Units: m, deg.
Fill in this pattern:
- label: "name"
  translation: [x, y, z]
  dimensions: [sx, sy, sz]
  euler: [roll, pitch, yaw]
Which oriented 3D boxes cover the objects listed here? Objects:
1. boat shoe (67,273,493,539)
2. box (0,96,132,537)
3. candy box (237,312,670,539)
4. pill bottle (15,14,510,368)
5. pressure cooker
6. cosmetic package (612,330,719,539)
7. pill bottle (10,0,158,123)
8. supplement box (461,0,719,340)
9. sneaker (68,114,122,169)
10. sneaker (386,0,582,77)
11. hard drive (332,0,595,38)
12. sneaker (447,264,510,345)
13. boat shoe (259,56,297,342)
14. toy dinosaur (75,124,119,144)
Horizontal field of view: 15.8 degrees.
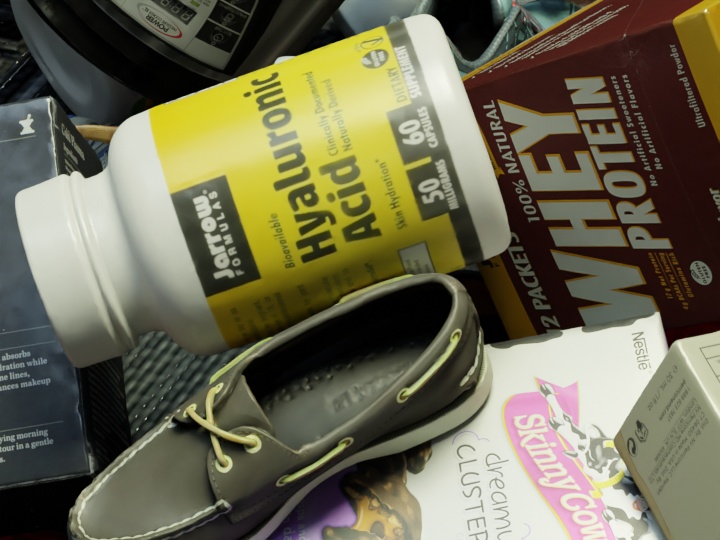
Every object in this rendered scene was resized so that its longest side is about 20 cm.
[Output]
- label: "boat shoe"
  translation: [-0.039, 0.064, 1.092]
  dimensions: [0.200, 0.061, 0.072]
  euler: [-29, 54, -9]
- label: "box"
  translation: [-0.218, 0.034, 1.229]
  dimensions: [0.198, 0.104, 0.184]
  euler: [-9, 74, 5]
- label: "candy box"
  translation: [0.049, 0.119, 1.114]
  dimensions: [0.198, 0.072, 0.169]
  euler: [-11, 50, 4]
- label: "pill bottle"
  translation: [-0.043, -0.028, 1.129]
  dimensions: [0.199, 0.112, 0.112]
  euler: [-20, 39, 2]
- label: "pressure cooker"
  translation: [-0.083, -0.178, 1.339]
  dimensions: [0.178, 0.200, 0.176]
  euler: [4, 47, -51]
- label: "cosmetic package"
  translation: [0.195, 0.118, 1.023]
  dimensions: [0.103, 0.073, 0.201]
  euler: [-8, 55, -29]
- label: "pill bottle"
  translation: [-0.093, -0.175, 1.498]
  dimensions: [0.199, 0.112, 0.111]
  euler: [-33, 42, -20]
- label: "supplement box"
  translation: [0.172, -0.071, 1.194]
  dimensions: [0.197, 0.134, 0.199]
  euler: [-31, 11, -37]
- label: "sneaker"
  translation: [-0.134, -0.017, 1.355]
  dimensions: [0.084, 0.077, 0.201]
  euler: [-3, 40, 6]
- label: "sneaker"
  translation: [0.071, -0.115, 1.329]
  dimensions: [0.079, 0.096, 0.200]
  euler: [19, 30, 24]
- label: "hard drive"
  translation: [0.075, -0.123, 1.457]
  dimensions: [0.131, 0.027, 0.200]
  euler: [-21, 39, -9]
- label: "sneaker"
  translation: [0.010, 0.004, 1.283]
  dimensions: [0.198, 0.078, 0.082]
  euler: [0, 42, 16]
- label: "boat shoe"
  translation: [0.000, 0.000, 1.220]
  dimensions: [0.090, 0.202, 0.071]
  euler: [0, 7, 9]
- label: "toy dinosaur"
  translation: [-0.070, -0.062, 1.342]
  dimensions: [0.198, 0.106, 0.061]
  euler: [5, 72, 0]
